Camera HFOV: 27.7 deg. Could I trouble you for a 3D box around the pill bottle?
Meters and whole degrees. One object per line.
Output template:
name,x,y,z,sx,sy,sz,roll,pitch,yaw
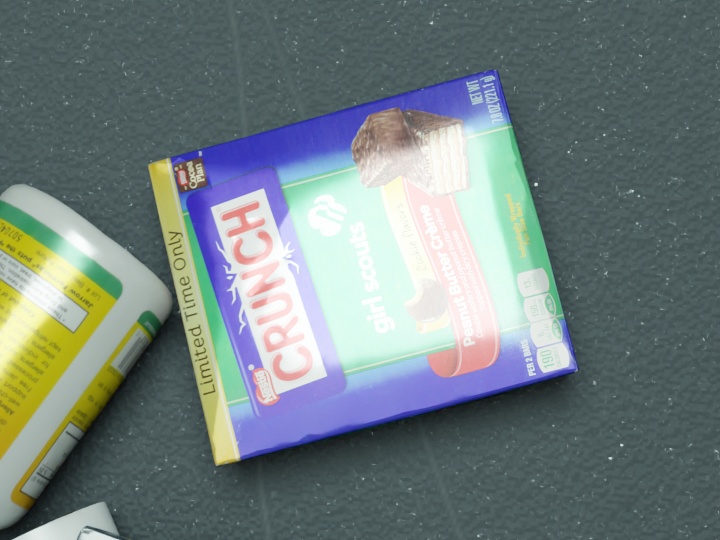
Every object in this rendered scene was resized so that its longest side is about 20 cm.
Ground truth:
pill bottle,-0.199,0.064,0.774,0.112,0.113,0.201,33,78,7

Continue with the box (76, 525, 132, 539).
box,-0.099,0.245,0.714,0.157,0.051,0.201,20,77,-3

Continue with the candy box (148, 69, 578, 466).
candy box,0.000,0.000,0.798,0.198,0.077,0.171,-15,83,3

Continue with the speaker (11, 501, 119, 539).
speaker,-0.134,0.229,0.780,0.081,0.081,0.201,-24,83,1
